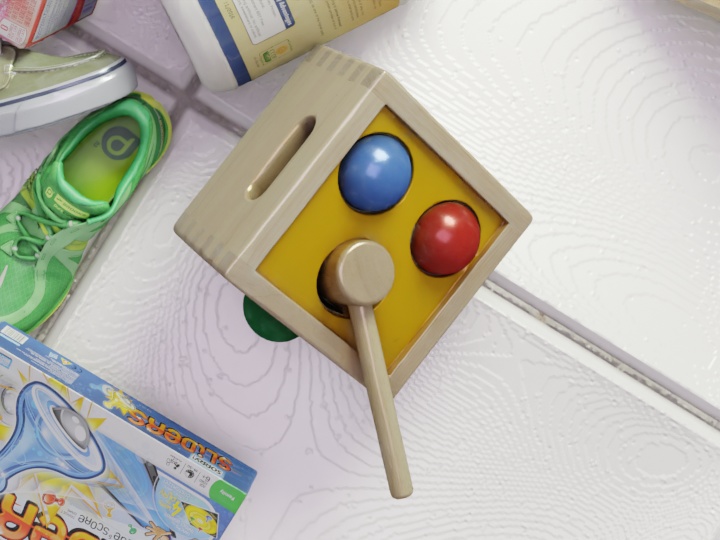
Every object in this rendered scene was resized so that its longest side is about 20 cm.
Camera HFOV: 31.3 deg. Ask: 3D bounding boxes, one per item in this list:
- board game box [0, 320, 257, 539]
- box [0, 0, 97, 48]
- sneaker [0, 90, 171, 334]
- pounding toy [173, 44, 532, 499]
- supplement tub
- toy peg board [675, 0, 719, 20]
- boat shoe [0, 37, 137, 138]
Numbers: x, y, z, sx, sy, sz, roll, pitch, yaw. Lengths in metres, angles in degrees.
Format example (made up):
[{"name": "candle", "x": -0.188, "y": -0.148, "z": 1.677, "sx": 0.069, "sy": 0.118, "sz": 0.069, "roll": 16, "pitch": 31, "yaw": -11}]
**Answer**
[{"name": "board game box", "x": -0.188, "y": 0.142, "z": 0.868, "sx": 0.199, "sy": 0.034, "sz": 0.136, "roll": 30, "pitch": 110, "yaw": -2}, {"name": "box", "x": -0.202, "y": -0.258, "z": 0.818, "sx": 0.094, "sy": 0.103, "sz": 0.200, "roll": 29, "pitch": 120, "yaw": 2}, {"name": "sneaker", "x": -0.205, "y": -0.042, "z": 0.868, "sx": 0.074, "sy": 0.084, "sz": 0.200, "roll": 35, "pitch": 88, "yaw": -2}, {"name": "pounding toy", "x": 0.000, "y": 0.000, "z": 0.826, "sx": 0.184, "sy": 0.142, "sz": 0.200, "roll": 40, "pitch": 87, "yaw": -32}, {"name": "supplement tub", "x": -0.042, "y": -0.221, "z": 0.849, "sx": 0.199, "sy": 0.144, "sz": 0.145, "roll": -27, "pitch": 90, "yaw": -3}, {"name": "toy peg board", "x": 0.288, "y": -0.265, "z": 0.839, "sx": 0.199, "sy": 0.098, "sz": 0.200, "roll": 36, "pitch": 87, "yaw": 37}, {"name": "boat shoe", "x": -0.248, "y": -0.122, "z": 0.855, "sx": 0.199, "sy": 0.072, "sz": 0.062, "roll": -10, "pitch": 108, "yaw": 10}]
